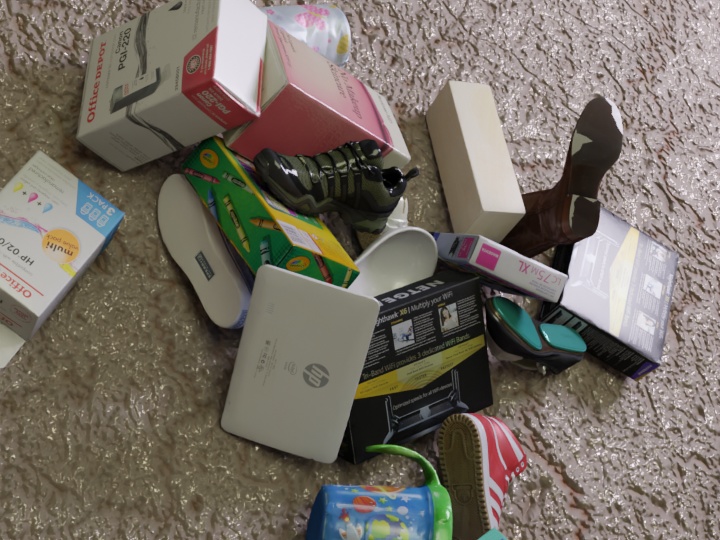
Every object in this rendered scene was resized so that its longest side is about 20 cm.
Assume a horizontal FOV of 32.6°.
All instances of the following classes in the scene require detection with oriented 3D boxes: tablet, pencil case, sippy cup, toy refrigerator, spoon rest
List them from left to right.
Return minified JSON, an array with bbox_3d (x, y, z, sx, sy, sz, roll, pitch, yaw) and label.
[{"bbox_3d":[-0.109,-0.282,1.521,0.200,0.083,0.091,-13,65,-33],"label":"pencil case"},{"bbox_3d":[-0.064,0.099,1.268,0.130,0.200,0.014,17,24,3],"label":"tablet"},{"bbox_3d":[0.000,0.000,1.424,0.200,0.100,0.061,-7,32,-20],"label":"spoon rest"},{"bbox_3d":[0.013,0.279,1.266,0.130,0.140,0.178,11,40,-10],"label":"sippy cup"},{"bbox_3d":[0.147,-0.139,1.574,0.070,0.076,0.200,3,58,-24],"label":"toy refrigerator"}]

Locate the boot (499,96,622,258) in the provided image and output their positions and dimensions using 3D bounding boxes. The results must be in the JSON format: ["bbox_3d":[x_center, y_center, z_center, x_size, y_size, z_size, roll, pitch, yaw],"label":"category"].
[{"bbox_3d":[0.240,-0.106,1.529,0.064,0.200,0.187,21,76,-13],"label":"boot"}]

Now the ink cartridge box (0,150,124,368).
[{"bbox_3d":[-0.348,-0.012,1.262,0.115,0.068,0.200,36,54,-6],"label":"ink cartridge box"}]

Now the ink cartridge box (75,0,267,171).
[{"bbox_3d":[-0.208,-0.213,1.354,0.085,0.200,0.146,35,46,-45],"label":"ink cartridge box"}]

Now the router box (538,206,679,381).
[{"bbox_3d":[0.325,0.022,1.598,0.157,0.052,0.200,31,50,-10],"label":"router box"}]

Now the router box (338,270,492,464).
[{"bbox_3d":[0.049,0.103,1.359,0.200,0.052,0.158,-18,110,-32],"label":"router box"}]

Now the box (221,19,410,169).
[{"bbox_3d":[-0.058,-0.173,1.414,0.200,0.109,0.128,27,30,-39],"label":"box"}]

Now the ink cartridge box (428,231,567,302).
[{"bbox_3d":[0.152,-0.006,1.466,0.119,0.200,0.042,24,89,-14],"label":"ink cartridge box"}]

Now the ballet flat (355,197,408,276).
[{"bbox_3d":[0.023,-0.093,1.501,0.070,0.065,0.200,-3,67,-33],"label":"ballet flat"}]

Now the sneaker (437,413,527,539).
[{"bbox_3d":[0.136,0.258,1.369,0.112,0.071,0.201,5,85,-58],"label":"sneaker"}]

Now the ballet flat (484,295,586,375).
[{"bbox_3d":[0.194,0.086,1.466,0.200,0.073,0.073,21,53,-46],"label":"ballet flat"}]

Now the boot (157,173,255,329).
[{"bbox_3d":[-0.154,-0.018,1.378,0.090,0.073,0.200,7,50,-54],"label":"boot"}]

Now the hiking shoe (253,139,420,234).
[{"bbox_3d":[-0.028,-0.112,1.352,0.200,0.101,0.076,17,27,-44],"label":"hiking shoe"}]

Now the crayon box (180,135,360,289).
[{"bbox_3d":[-0.099,-0.055,1.342,0.119,0.058,0.200,22,24,-51],"label":"crayon box"}]

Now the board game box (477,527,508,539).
[{"bbox_3d":[0.072,0.358,1.203,0.152,0.200,0.045,-27,56,-36],"label":"board game box"}]
